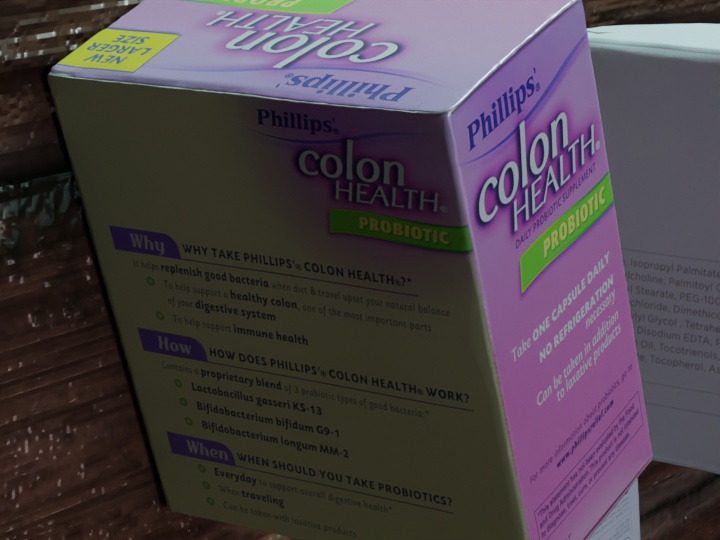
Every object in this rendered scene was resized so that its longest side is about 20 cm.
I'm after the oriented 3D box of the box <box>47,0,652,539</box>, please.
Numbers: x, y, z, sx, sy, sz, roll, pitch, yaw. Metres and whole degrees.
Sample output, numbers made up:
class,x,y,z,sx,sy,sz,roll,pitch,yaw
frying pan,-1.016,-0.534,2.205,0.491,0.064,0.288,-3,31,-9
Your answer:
class,x,y,z,sx,sy,sz,roll,pitch,yaw
box,0.000,0.000,0.903,0.097,0.176,0.200,-43,131,-43

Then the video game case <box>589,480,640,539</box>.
class,x,y,z,sx,sy,sz,roll,pitch,yaw
video game case,0.074,0.192,1.176,0.200,0.045,0.182,-28,119,-50

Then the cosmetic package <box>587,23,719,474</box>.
class,x,y,z,sx,sy,sz,roll,pitch,yaw
cosmetic package,0.185,-0.016,1.183,0.167,0.166,0.200,-11,106,-52
